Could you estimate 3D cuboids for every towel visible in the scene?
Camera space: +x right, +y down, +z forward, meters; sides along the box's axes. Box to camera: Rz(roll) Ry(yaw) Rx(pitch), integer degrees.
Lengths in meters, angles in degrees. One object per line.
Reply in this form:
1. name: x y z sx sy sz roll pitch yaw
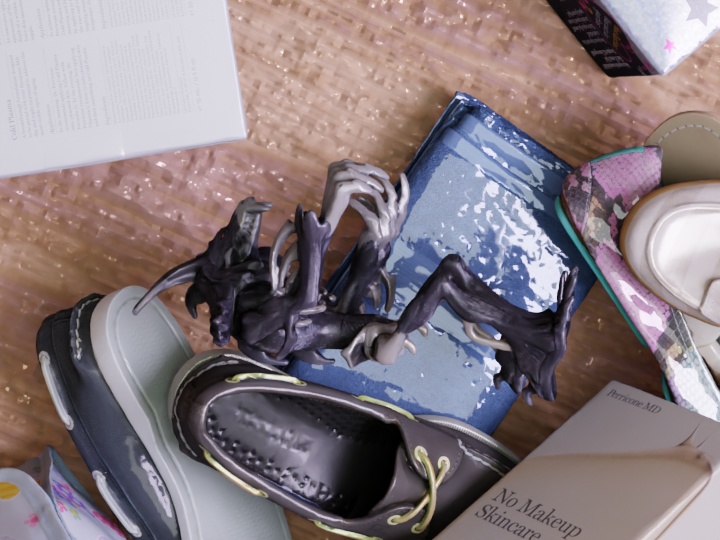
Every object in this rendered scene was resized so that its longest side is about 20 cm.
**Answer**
1. towel: 0.039 0.023 1.179 0.111 0.049 0.201 34 91 -9

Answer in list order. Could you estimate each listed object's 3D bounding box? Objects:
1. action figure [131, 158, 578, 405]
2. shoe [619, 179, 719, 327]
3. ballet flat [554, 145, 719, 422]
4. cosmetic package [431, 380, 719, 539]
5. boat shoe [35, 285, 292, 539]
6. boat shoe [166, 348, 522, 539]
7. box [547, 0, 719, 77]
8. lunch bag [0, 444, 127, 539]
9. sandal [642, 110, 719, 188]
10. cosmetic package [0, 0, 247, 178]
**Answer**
1. action figure: 0.000 0.000 1.095 0.198 0.119 0.103 11 96 4
2. shoe: 0.217 0.005 1.088 0.198 0.053 0.071 16 89 -4
3. ballet flat: 0.165 0.030 1.139 0.071 0.069 0.201 -24 102 20
4. cosmetic package: 0.090 0.148 1.083 0.200 0.103 0.073 -40 123 -23
5. boat shoe: -0.094 0.102 1.169 0.060 0.076 0.201 -14 103 36
6. boat shoe: 0.004 0.097 1.124 0.200 0.061 0.072 21 94 -14
7. box: 0.173 -0.195 1.128 0.200 0.132 0.115 -41 97 -1
8. lunch bag: -0.179 0.178 1.096 0.169 0.200 0.127 -39 98 0
9. sandal: 0.188 0.006 1.192 0.077 0.070 0.213 1 117 32
10. cosmetic package: -0.140 -0.147 1.071 0.149 0.052 0.202 -9 98 -5
